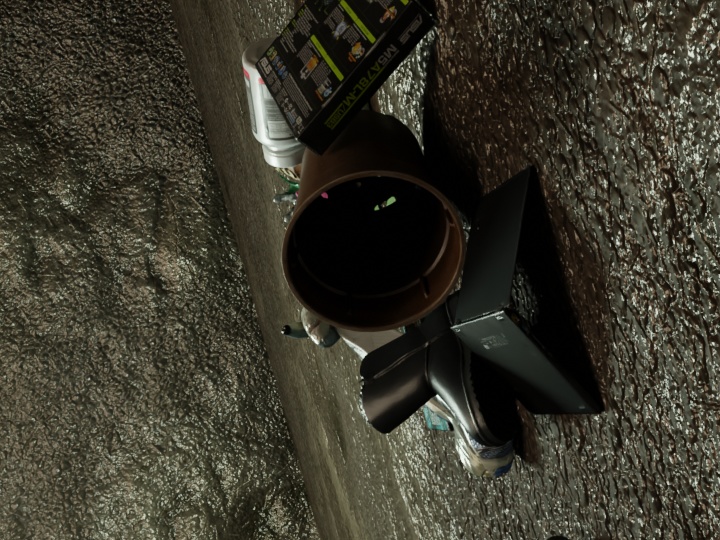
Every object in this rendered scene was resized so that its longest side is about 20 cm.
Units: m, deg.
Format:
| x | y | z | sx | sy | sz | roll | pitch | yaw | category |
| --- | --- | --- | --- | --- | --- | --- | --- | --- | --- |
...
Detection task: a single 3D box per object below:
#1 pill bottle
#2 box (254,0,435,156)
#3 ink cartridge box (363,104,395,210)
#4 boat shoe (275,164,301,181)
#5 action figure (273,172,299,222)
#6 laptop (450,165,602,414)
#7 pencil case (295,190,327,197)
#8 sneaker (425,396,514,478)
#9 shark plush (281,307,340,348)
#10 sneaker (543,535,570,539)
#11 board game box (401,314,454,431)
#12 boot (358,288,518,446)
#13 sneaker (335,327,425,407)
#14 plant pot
| x | y | z | sx | sy | sz | roll | pitch | yaw | category |
| --- | --- | --- | --- | --- | --- | --- | --- | --- | --- |
| -0.134 | -0.278 | 1.883 | 0.111 | 0.109 | 0.202 | -118 | 18 | -48 | pill bottle |
| -0.025 | -0.253 | 1.258 | 0.047 | 0.193 | 0.201 | 34 | -165 | -36 | box |
| -0.007 | -0.164 | 1.582 | 0.146 | 0.047 | 0.203 | 139 | 118 | -76 | ink cartridge box |
| -0.123 | -0.200 | 2.014 | 0.201 | 0.073 | 0.077 | -122 | 20 | -56 | boat shoe |
| -0.080 | -0.105 | 1.907 | 0.199 | 0.055 | 0.119 | 11 | 136 | 59 | action figure |
| 0.166 | 0.029 | 1.090 | 0.200 | 0.116 | 0.187 | 47 | 168 | -2 | laptop |
| -0.051 | -0.045 | 1.712 | 0.091 | 0.092 | 0.203 | 87 | 180 | -57 | pencil case |
| 0.125 | 0.140 | 1.302 | 0.201 | 0.076 | 0.086 | 54 | 147 | 43 | sneaker |
| -0.034 | 0.087 | 1.590 | 0.083 | 0.091 | 0.200 | 37 | 180 | 24 | shark plush |
| 0.196 | 0.348 | 1.172 | 0.115 | 0.075 | 0.204 | -136 | 31 | -65 | sneaker |
| 0.090 | 0.113 | 1.498 | 0.135 | 0.028 | 0.203 | 143 | 112 | -80 | board game box |
| 0.079 | 0.139 | 1.227 | 0.168 | 0.076 | 0.202 | -39 | 43 | 28 | boot |
| 0.052 | 0.124 | 1.486 | 0.200 | 0.071 | 0.099 | 41 | 178 | 41 | sneaker |
| 0.007 | -0.070 | 1.266 | 0.199 | 0.196 | 0.203 | -98 | 1 | -57 | plant pot |
